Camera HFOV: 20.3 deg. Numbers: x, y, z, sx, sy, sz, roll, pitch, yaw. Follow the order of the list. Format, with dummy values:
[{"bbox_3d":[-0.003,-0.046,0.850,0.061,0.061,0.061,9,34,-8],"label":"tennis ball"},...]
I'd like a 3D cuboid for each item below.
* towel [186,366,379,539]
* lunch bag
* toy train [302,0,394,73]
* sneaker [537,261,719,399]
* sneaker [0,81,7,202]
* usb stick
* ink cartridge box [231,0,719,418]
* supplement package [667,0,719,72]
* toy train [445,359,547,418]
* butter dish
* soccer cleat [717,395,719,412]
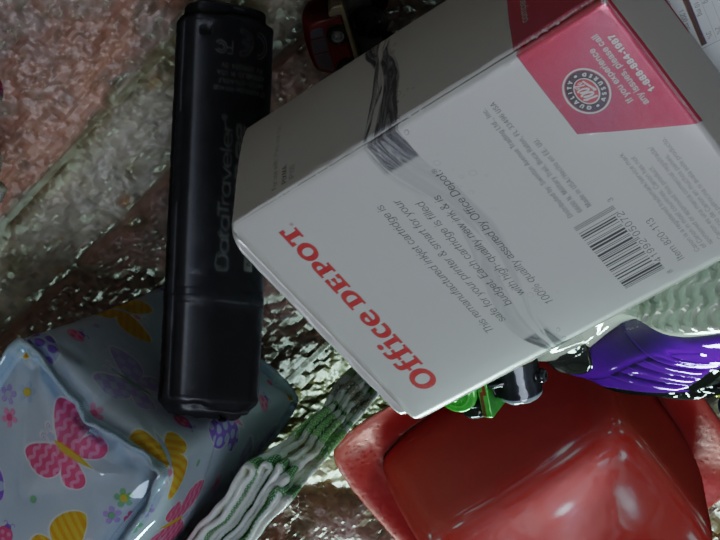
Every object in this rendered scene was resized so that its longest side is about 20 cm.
[{"bbox_3d":[-0.057,0.121,1.069,0.031,0.200,0.149,42,112,2],"label":"towel"},{"bbox_3d":[-0.153,0.118,1.035,0.127,0.169,0.201,40,113,11],"label":"lunch bag"},{"bbox_3d":[-0.006,-0.118,0.998,0.045,0.034,0.201,-11,128,9],"label":"toy train"},{"bbox_3d":[0.169,0.024,0.999,0.099,0.070,0.200,28,160,-26],"label":"sneaker"},{"bbox_3d":[-0.216,-0.099,0.941,0.087,0.082,0.201,-11,135,-6],"label":"sneaker"},{"bbox_3d":[-0.069,-0.028,0.971,0.055,0.032,0.202,7,83,-39],"label":"usb stick"},{"bbox_3d":[0.061,-0.043,0.897,0.199,0.083,0.147,-29,122,23],"label":"ink cartridge box"},{"bbox_3d":[0.147,-0.152,0.954,0.199,0.114,0.110,-26,125,8],"label":"supplement package"},{"bbox_3d":[0.053,-0.018,0.997,0.056,0.042,0.202,-3,112,26],"label":"toy train"},{"bbox_3d":[0.117,0.145,1.139,0.199,0.148,0.200,-32,126,12],"label":"butter dish"},{"bbox_3d":[0.216,0.040,1.106,0.083,0.065,0.200,-23,149,8],"label":"soccer cleat"}]
